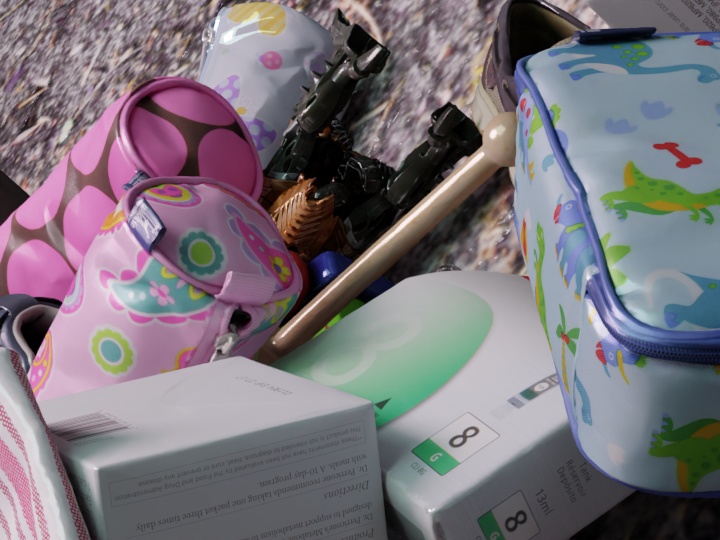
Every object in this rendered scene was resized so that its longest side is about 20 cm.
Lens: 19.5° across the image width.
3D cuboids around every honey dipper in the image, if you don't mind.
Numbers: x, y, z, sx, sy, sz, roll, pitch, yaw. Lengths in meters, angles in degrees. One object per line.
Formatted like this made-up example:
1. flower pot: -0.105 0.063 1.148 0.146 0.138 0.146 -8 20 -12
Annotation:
1. honey dipper: 0.000 0.000 0.894 0.200 0.038 0.038 -44 29 23

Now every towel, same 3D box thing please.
1. towel: -0.126 0.141 0.746 0.147 0.030 0.200 63 149 27

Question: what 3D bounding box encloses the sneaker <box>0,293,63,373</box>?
1. sneaker: -0.150 0.105 1.008 0.146 0.203 0.077 -9 21 37

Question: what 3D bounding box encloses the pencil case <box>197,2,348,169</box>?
1. pencil case: -0.072 -0.052 1.154 0.083 0.091 0.201 -15 46 49

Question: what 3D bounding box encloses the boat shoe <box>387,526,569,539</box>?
1. boat shoe: 0.000 0.120 0.868 0.199 0.074 0.068 -32 14 23

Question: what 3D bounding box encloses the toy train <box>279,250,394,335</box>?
1. toy train: -0.059 0.090 0.993 0.200 0.084 0.116 -38 45 26

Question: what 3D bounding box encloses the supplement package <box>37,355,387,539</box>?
1. supplement package: -0.056 0.146 0.768 0.114 0.109 0.201 12 110 60

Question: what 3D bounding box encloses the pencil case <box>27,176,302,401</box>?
1. pencil case: -0.097 0.056 0.878 0.201 0.087 0.088 -59 22 28

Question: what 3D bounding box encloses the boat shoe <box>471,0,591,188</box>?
1. boat shoe: 0.097 -0.073 0.928 0.071 0.065 0.200 -9 23 -11

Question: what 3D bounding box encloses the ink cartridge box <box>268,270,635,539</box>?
1. ink cartridge box: 0.079 0.027 0.802 0.199 0.050 0.161 -35 26 -12

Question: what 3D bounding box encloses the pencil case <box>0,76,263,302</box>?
1. pencil case: -0.131 -0.005 1.036 0.091 0.094 0.200 -29 -9 -48

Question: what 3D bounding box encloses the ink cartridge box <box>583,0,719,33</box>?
1. ink cartridge box: 0.192 -0.190 0.922 0.200 0.084 0.145 -36 31 30

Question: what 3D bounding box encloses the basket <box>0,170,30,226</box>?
1. basket: -0.223 0.012 1.188 0.180 0.200 0.137 -18 43 48

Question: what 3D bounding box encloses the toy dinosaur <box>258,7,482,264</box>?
1. toy dinosaur: -0.008 -0.039 1.030 0.136 0.102 0.200 -50 22 6

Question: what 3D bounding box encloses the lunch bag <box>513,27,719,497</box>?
1. lunch bag: 0.140 -0.012 0.728 0.200 0.160 0.083 -99 9 -55

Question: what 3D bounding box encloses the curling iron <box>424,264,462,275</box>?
1. curling iron: -0.022 0.067 0.896 0.200 0.026 0.050 -40 26 -2
